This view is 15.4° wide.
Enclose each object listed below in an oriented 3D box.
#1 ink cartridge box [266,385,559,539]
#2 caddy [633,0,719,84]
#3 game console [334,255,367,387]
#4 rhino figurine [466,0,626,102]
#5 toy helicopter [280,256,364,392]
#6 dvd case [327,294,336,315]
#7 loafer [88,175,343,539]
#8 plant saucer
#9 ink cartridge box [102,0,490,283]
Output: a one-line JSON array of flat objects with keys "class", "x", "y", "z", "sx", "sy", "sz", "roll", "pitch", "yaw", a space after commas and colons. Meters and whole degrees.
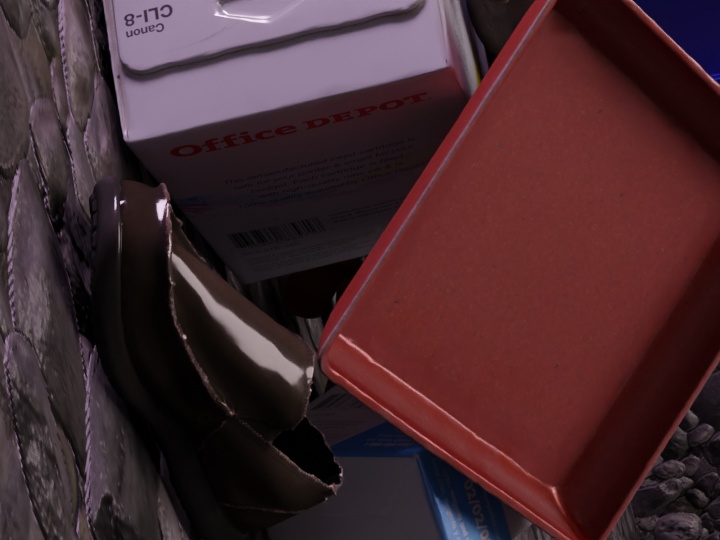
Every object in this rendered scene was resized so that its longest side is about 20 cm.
[{"class": "ink cartridge box", "x": 0.056, "y": 0.069, "z": 1.253, "sx": 0.200, "sy": 0.115, "sz": 0.068, "roll": -33, "pitch": 111, "yaw": -41}, {"class": "caddy", "x": 0.141, "y": -0.156, "z": 1.256, "sx": 0.105, "sy": 0.200, "sz": 0.141, "roll": -53, "pitch": 129, "yaw": -60}, {"class": "game console", "x": 0.016, "y": 0.077, "z": 1.363, "sx": 0.177, "sy": 0.031, "sz": 0.200, "roll": 53, "pitch": 48, "yaw": -72}, {"class": "rhino figurine", "x": 0.084, "y": -0.092, "z": 1.191, "sx": 0.087, "sy": 0.060, "sz": 0.200, "roll": -108, "pitch": -177, "yaw": -60}, {"class": "toy helicopter", "x": 0.000, "y": 0.000, "z": 1.423, "sx": 0.132, "sy": 0.079, "sz": 0.200, "roll": -30, "pitch": 127, "yaw": -73}, {"class": "dvd case", "x": 0.055, "y": 0.013, "z": 1.561, "sx": 0.025, "sy": 0.150, "sz": 0.200, "roll": -131, "pitch": -158, "yaw": -60}, {"class": "loafer", "x": -0.054, "y": 0.031, "z": 1.049, "sx": 0.200, "sy": 0.071, "sz": 0.073, "roll": 68, "pitch": 13, "yaw": -50}, {"class": "plant saucer", "x": 0.086, "y": -0.004, "z": 1.139, "sx": 0.200, "sy": 0.200, "sz": 0.037, "roll": 37, "pitch": -6, "yaw": -40}, {"class": "ink cartridge box", "x": -0.022, "y": -0.102, "z": 1.205, "sx": 0.200, "sy": 0.145, "sz": 0.145, "roll": 57, "pitch": 21, "yaw": -70}]
